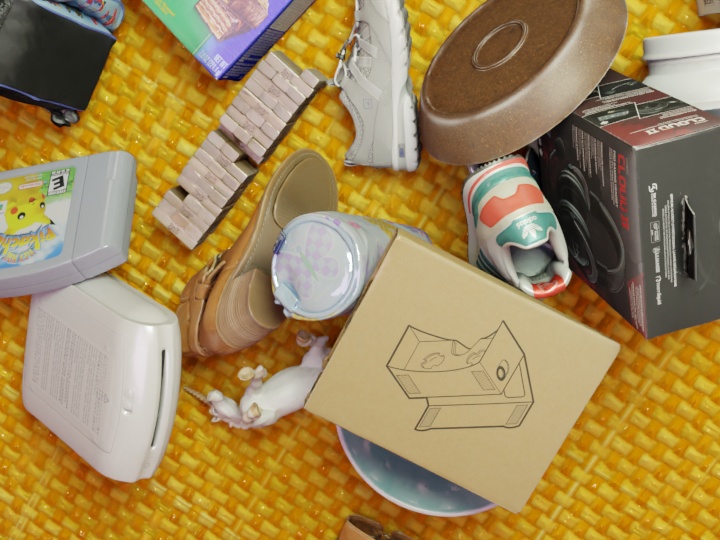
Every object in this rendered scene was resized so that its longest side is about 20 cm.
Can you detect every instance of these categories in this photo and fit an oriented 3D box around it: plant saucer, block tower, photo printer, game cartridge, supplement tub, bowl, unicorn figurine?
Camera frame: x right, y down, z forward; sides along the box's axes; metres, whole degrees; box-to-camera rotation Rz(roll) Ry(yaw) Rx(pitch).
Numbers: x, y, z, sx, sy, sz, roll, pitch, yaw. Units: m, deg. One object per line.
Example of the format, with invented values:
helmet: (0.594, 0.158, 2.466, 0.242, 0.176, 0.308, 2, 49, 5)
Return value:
plant saucer: (0.121, -0.174, 0.811, 0.200, 0.201, 0.034, -38, 122, 15)
block tower: (-0.113, -0.117, 0.932, 0.058, 0.054, 0.200, 40, 104, -2)
photo printer: (-0.243, 0.093, 0.941, 0.199, 0.069, 0.169, 23, 109, 41)
game cartridge: (-0.313, -0.041, 0.949, 0.197, 0.041, 0.135, -10, 59, 11)
supplement tub: (0.303, -0.098, 0.825, 0.138, 0.140, 0.203, -5, 101, 10)
bowl: (0.081, 0.112, 0.924, 0.198, 0.105, 0.204, 2, 103, 9)
unicorn figurine: (-0.080, 0.112, 0.949, 0.197, 0.138, 0.075, -12, 72, -2)

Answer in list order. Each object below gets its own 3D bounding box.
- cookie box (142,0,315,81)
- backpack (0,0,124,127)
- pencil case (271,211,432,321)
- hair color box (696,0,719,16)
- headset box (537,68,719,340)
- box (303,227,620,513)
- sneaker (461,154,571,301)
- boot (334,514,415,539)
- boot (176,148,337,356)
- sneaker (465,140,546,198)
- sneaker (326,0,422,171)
cookie box: (-0.108, -0.300, 0.880, 0.200, 0.075, 0.171, -44, 92, 14)
backpack: (-0.338, -0.236, 0.886, 0.199, 0.182, 0.136, 30, 97, 14)
pencil case: (0.000, 0.000, 0.862, 0.083, 0.199, 0.092, 31, 103, 21)
hair color box: (0.295, -0.314, 0.801, 0.060, 0.099, 0.203, -11, 100, 10)
headset box: (0.208, -0.054, 0.756, 0.076, 0.200, 0.151, -15, 116, -7)
box: (0.078, 0.082, 0.780, 0.198, 0.021, 0.165, 27, 106, -7)
sneaker: (0.133, -0.002, 0.815, 0.070, 0.200, 0.094, -22, 56, 0)
boot: (0.043, 0.347, 0.999, 0.198, 0.074, 0.157, 21, 100, 1)
boot: (-0.106, -0.014, 0.929, 0.073, 0.202, 0.154, 37, 146, -23)
sneaker: (0.160, -0.063, 0.888, 0.200, 0.079, 0.079, 41, 104, -3)
sneaker: (0.006, -0.185, 0.886, 0.081, 0.075, 0.203, -5, 102, 8)
